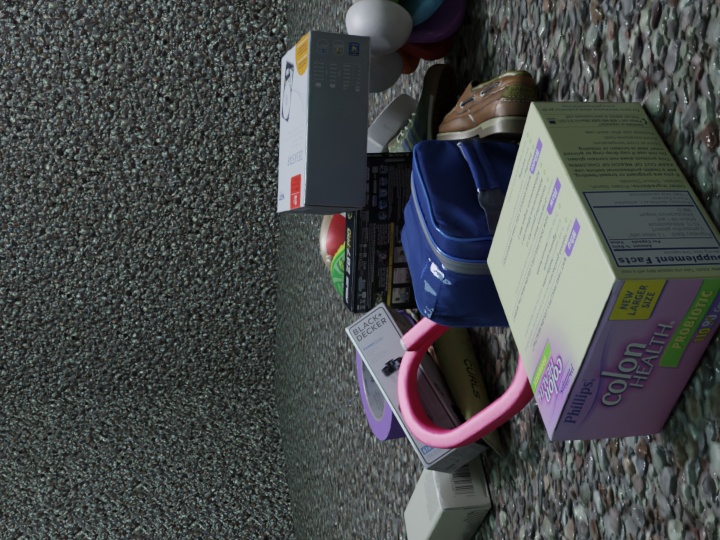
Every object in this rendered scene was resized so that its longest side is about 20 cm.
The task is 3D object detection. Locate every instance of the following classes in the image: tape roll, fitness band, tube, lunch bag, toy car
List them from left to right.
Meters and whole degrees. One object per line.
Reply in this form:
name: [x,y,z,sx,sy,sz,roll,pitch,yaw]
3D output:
tape roll: [0.027,-0.165,1.379,0.203,0.037,0.203,-54,-9,-12]
tape roll: [0.049,0.168,1.508,0.200,0.065,0.202,174,90,-76]
toy car: [0.059,-0.330,1.207,0.200,0.148,0.177,103,176,-66]
fitness band: [0.113,0.107,1.020,0.200,0.037,0.145,-43,58,33]
tube: [0.132,0.139,1.159,0.201,0.057,0.052,-104,23,-52]
lunch bag: [0.120,-0.054,0.961,0.201,0.134,0.133,-102,15,-49]

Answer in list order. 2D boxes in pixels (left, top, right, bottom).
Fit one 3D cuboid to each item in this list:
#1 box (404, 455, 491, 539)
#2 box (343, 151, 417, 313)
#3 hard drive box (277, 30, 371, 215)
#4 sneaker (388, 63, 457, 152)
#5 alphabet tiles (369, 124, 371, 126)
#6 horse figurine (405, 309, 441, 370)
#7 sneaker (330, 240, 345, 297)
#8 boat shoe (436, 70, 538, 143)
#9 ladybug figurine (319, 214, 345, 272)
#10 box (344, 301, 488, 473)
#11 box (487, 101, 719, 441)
box: [0.111,0.318,1.245,0.201,0.068,0.083,103,162,-54]
box: [0.060,-0.050,1.206,0.049,0.160,0.202,-133,42,-67]
hard drive box: [-0.047,-0.172,1.144,0.156,0.076,0.202,179,92,-73]
sneaker: [0.074,-0.174,1.254,0.067,0.089,0.202,-20,-64,-53]
alphabet tiles: [-0.007,-0.145,1.608,0.195,0.014,0.202,-29,-53,-55]
horse figurine: [0.086,0.122,1.313,0.133,0.050,0.200,56,169,9]
sneaker: [0.000,0.000,1.364,0.201,0.073,0.084,106,161,-59]
boat shoe: [0.142,-0.173,1.027,0.200,0.071,0.069,-173,86,-70]
ladybug figurine: [0.006,-0.068,1.544,0.136,0.072,0.200,59,-134,-25]
box: [0.069,0.144,1.150,0.201,0.060,0.117,58,-170,24]
box: [0.184,-0.003,0.734,0.201,0.096,0.177,-101,15,-45]
